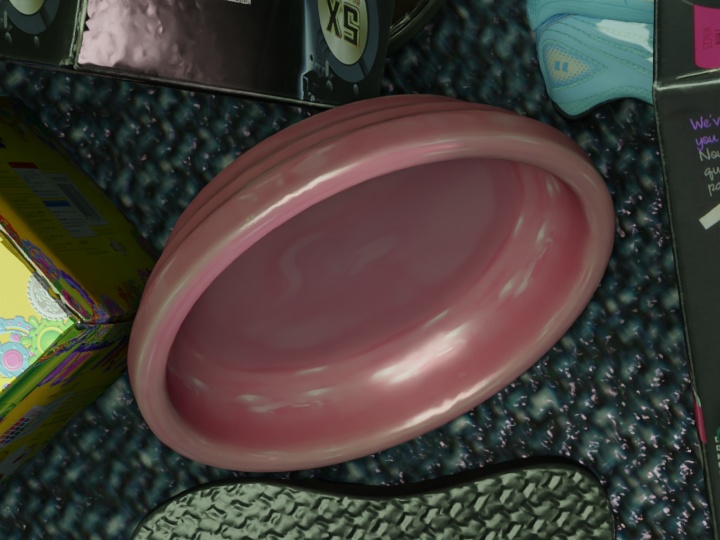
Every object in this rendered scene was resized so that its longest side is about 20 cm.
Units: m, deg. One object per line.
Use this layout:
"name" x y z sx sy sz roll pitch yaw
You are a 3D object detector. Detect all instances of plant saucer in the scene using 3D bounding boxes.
"plant saucer" 0.000 0.000 1.137 0.200 0.201 0.051 -31 58 9

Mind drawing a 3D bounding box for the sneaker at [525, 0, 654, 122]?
"sneaker" 0.165 -0.090 1.166 0.199 0.078 0.091 3 110 13

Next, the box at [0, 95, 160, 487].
"box" -0.190 0.037 1.151 0.193 0.200 0.122 -43 85 7

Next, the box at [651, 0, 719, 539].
"box" 0.170 -0.015 1.094 0.105 0.122 0.201 -6 119 9

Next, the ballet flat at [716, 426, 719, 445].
"ballet flat" 0.204 0.122 1.051 0.072 0.068 0.201 -29 89 -4

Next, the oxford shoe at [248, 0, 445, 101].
"oxford shoe" 0.012 -0.147 1.163 0.200 0.084 0.073 -40 43 8

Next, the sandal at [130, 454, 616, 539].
"sandal" 0.005 0.116 1.204 0.199 0.048 0.076 -4 97 -4

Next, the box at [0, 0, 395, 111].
"box" -0.111 -0.119 1.113 0.199 0.163 0.087 12 94 40
